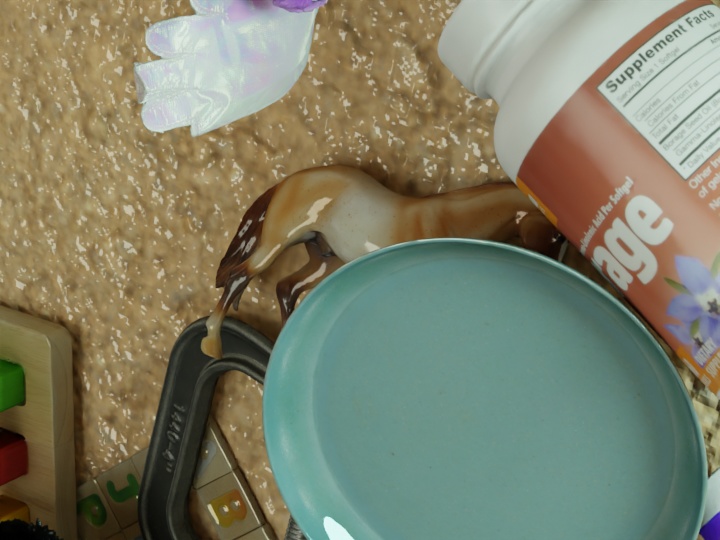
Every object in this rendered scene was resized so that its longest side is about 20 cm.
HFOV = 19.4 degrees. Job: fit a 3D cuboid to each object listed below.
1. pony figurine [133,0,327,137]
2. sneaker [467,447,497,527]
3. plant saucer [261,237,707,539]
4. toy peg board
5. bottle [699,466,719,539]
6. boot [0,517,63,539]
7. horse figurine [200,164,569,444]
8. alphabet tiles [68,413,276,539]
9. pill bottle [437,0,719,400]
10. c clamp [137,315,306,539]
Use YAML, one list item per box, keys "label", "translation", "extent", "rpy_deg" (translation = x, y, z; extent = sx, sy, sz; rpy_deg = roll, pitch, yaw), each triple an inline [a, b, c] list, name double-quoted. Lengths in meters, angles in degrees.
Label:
- label: "pony figurine"
  translation: [-0.020, -0.157, 0.880]
  extent: [0.199, 0.192, 0.168]
  rpy_deg: [-18, 88, 44]
- label: "sneaker"
  translation: [0.069, 0.136, 1.013]
  extent: [0.087, 0.075, 0.202]
  rpy_deg: [19, 122, 56]
- label: "plant saucer"
  translation: [0.054, 0.073, 0.912]
  extent: [0.199, 0.027, 0.202]
  rpy_deg: [9, 117, 17]
- label: "toy peg board"
  translation: [-0.269, 0.117, 1.216]
  extent: [0.199, 0.098, 0.201]
  rpy_deg: [15, 113, 34]
- label: "bottle"
  translation: [0.220, 0.163, 0.904]
  extent: [0.200, 0.065, 0.084]
  rpy_deg: [49, 126, 13]
- label: "boot"
  translation: [-0.207, 0.219, 1.145]
  extent: [0.197, 0.073, 0.164]
  rpy_deg: [-1, 111, 43]
- label: "horse figurine"
  translation: [0.000, 0.000, 1.002]
  extent: [0.199, 0.050, 0.133]
  rpy_deg: [20, 86, 40]
- label: "alphabet tiles"
  translation: [-0.092, 0.199, 1.177]
  extent: [0.167, 0.008, 0.201]
  rpy_deg: [-30, 86, 38]
- label: "pill bottle"
  translation: [0.128, -0.049, 0.871]
  extent: [0.200, 0.112, 0.112]
  rpy_deg: [47, 126, 14]
- label: "c clamp"
  translation: [-0.049, 0.128, 1.107]
  extent: [0.170, 0.027, 0.201]
  rpy_deg: [27, 121, 32]
